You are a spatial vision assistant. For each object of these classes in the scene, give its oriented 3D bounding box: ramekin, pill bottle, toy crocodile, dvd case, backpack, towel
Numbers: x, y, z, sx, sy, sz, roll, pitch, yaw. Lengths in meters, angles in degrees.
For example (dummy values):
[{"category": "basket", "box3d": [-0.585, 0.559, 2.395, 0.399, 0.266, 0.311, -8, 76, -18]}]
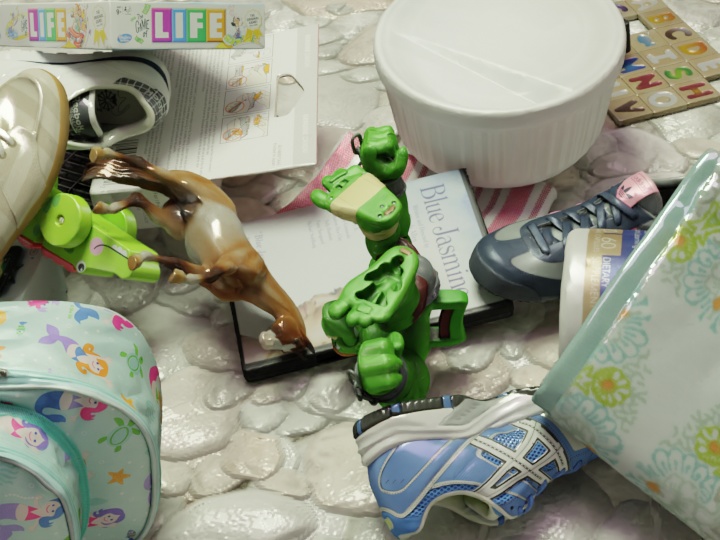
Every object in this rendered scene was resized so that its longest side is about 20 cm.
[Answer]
[{"category": "ramekin", "box3d": [0.111, -0.153, 1.097, 0.199, 0.095, 0.204, -3, 45, 3]}, {"category": "pill bottle", "box3d": [0.229, 0.032, 0.881, 0.197, 0.112, 0.112, 3, 38, 12]}, {"category": "toy crocodile", "box3d": [-0.227, -0.038, 0.988, 0.199, 0.062, 0.067, 30, 9, 22]}, {"category": "dvd case", "box3d": [0.000, 0.000, 1.003, 0.197, 0.018, 0.144, -14, 48, -2]}, {"category": "backpack", "box3d": [-0.213, 0.106, 0.803, 0.197, 0.179, 0.151, -2, 40, -11]}, {"category": "towel", "box3d": [0.222, 0.047, 0.797, 0.170, 0.048, 0.201, 37, 87, 12]}, {"category": "towel", "box3d": [0.039, -0.045, 1.076, 0.198, 0.030, 0.147, 14, 43, 24]}]

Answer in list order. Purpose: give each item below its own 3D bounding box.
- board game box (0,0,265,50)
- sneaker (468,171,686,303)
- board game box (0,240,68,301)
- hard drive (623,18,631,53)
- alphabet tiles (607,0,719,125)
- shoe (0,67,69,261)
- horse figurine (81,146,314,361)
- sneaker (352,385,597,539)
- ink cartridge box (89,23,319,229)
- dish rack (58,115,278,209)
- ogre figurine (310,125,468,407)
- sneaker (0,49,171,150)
[{"category": "board game box", "box3d": [-0.184, -0.190, 1.063, 0.133, 0.035, 0.199, -8, 13, -38]}, {"category": "sneaker", "box3d": [0.170, -0.035, 0.972, 0.198, 0.083, 0.071, -12, 51, -24]}, {"category": "board game box", "box3d": [-0.332, 0.039, 0.998, 0.197, 0.065, 0.148, -1, 37, 8]}, {"category": "hard drive", "box3d": [0.134, -0.221, 1.271, 0.139, 0.038, 0.200, -31, 43, -22]}, {"category": "alphabet tiles", "box3d": [0.239, -0.195, 1.257, 0.165, 0.008, 0.201, -14, 38, -10]}, {"category": "shoe", "box3d": [-0.258, -0.051, 0.927, 0.069, 0.053, 0.202, 19, 78, 19]}, {"category": "horse figurine", "box3d": [-0.118, -0.024, 0.948, 0.132, 0.050, 0.200, 11, 30, -47]}, {"category": "sneaker", "box3d": [0.094, 0.115, 0.843, 0.197, 0.076, 0.078, -7, 73, -13]}, {"category": "ink cartridge box", "box3d": [-0.116, -0.117, 1.095, 0.174, 0.045, 0.201, -6, 41, 5]}, {"category": "dish rack", "box3d": [-0.176, -0.106, 1.170, 0.152, 0.055, 0.200, 15, 45, 26]}, {"category": "ogre figurine", "box3d": [0.019, 0.016, 0.895, 0.097, 0.121, 0.201, -22, 49, -4]}, {"category": "sneaker", "box3d": [-0.241, -0.121, 1.027, 0.197, 0.077, 0.081, -11, 30, 2]}]
